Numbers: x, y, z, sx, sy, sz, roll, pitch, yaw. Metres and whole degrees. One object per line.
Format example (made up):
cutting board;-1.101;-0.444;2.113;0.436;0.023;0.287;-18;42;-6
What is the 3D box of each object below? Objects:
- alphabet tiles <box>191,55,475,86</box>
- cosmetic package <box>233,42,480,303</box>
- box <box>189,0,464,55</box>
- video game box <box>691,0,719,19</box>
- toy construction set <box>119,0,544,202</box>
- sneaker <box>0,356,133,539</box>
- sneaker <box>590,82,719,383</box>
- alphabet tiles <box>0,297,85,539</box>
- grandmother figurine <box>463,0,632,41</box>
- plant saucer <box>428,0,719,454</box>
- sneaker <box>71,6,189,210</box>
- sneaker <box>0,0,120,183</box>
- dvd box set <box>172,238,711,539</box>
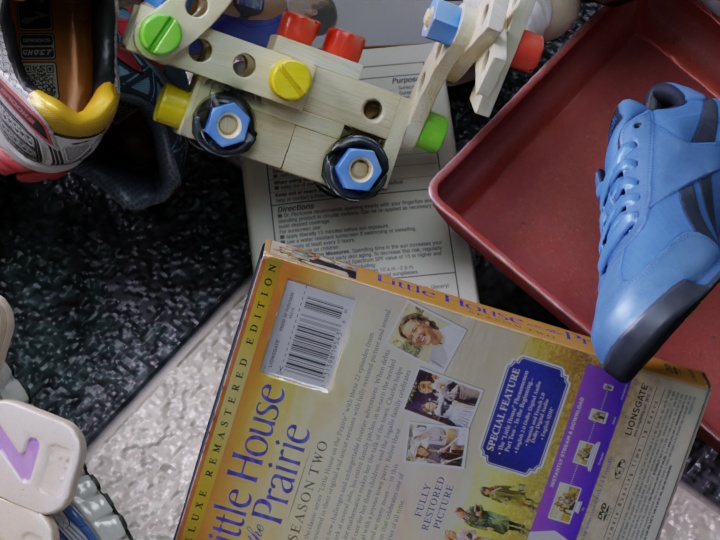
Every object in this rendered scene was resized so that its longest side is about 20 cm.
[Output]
alphabet tiles;-0.003;-0.167;1.274;0.199;0.197;0.015;-17;26;-9
cosmetic package;0.000;0.000;1.232;0.103;0.073;0.201;-5;60;-2
box;0.001;-0.165;1.245;0.199;0.120;0.042;-3;25;-13
video game box;0.226;-0.189;1.310;0.182;0.047;0.200;-40;45;-21
toy construction set;-0.022;-0.105;1.170;0.199;0.092;0.132;19;91;3
sneaker;-0.185;0.078;1.182;0.089;0.079;0.200;-36;74;-13
sneaker;0.121;-0.021;1.126;0.078;0.066;0.200;40;34;-1
alphabet tiles;-0.218;0.093;1.144;0.195;0.015;0.201;20;98;19
grandmother figurine;0.140;-0.149;1.227;0.199;0.121;0.061;-22;103;2
plant saucer;0.152;-0.020;1.223;0.199;0.037;0.200;40;54;6
sneaker;-0.147;-0.099;1.222;0.079;0.200;0.096;-40;38;22
sneaker;-0.140;-0.143;1.155;0.077;0.082;0.201;-13;89;-28
dvd box set;0.032;0.084;1.137;0.199;0.029;0.147;16;104;-3
